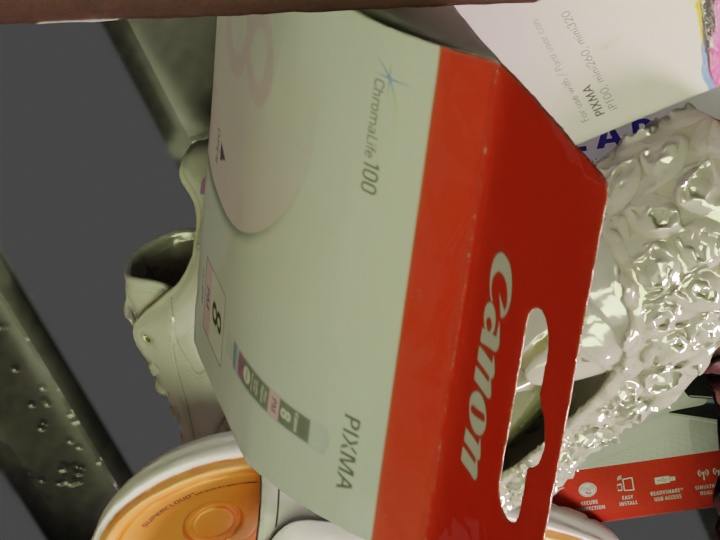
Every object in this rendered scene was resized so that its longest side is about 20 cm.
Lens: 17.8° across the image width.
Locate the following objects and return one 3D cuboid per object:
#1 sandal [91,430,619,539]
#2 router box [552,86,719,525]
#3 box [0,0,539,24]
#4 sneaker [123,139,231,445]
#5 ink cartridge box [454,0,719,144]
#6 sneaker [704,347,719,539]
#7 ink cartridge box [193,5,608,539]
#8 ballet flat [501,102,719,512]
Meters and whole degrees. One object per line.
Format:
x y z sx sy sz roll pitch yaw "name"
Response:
0.009 0.109 0.799 0.205 0.059 0.080 10 125 -21 "sandal"
0.127 -0.001 0.804 0.198 0.049 0.181 -9 124 8 "router box"
-0.049 -0.177 0.615 0.198 0.167 0.165 -2 126 4 "box"
-0.040 0.036 0.836 0.099 0.075 0.201 21 126 11 "sneaker"
0.086 -0.108 0.689 0.199 0.117 0.068 -22 122 16 "ink cartridge box"
0.122 0.038 0.765 0.115 0.076 0.201 18 114 -4 "sneaker"
0.000 0.000 0.646 0.056 0.200 0.164 -1 119 -15 "ink cartridge box"
0.060 0.028 0.717 0.071 0.072 0.200 16 143 -9 "ballet flat"
